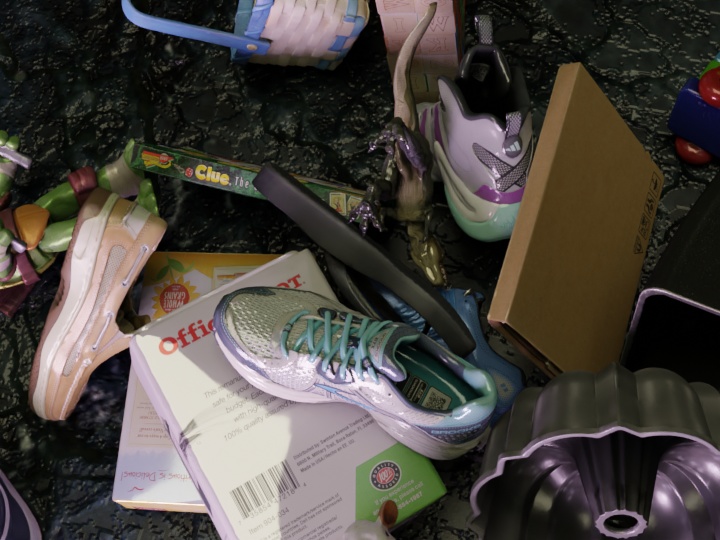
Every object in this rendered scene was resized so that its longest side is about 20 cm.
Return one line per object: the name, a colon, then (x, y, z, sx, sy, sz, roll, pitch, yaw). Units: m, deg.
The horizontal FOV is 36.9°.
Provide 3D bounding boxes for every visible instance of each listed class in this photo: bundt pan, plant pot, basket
bundt pan: (0.169, 0.135, 0.711, 0.198, 0.204, 0.076, 0, 44, 8)
plant pot: (0.296, 0.030, 0.736, 0.197, 0.201, 0.179, 21, 59, 16)
basket: (-0.090, -0.259, 0.910, 0.197, 0.139, 0.179, 17, 69, -18)

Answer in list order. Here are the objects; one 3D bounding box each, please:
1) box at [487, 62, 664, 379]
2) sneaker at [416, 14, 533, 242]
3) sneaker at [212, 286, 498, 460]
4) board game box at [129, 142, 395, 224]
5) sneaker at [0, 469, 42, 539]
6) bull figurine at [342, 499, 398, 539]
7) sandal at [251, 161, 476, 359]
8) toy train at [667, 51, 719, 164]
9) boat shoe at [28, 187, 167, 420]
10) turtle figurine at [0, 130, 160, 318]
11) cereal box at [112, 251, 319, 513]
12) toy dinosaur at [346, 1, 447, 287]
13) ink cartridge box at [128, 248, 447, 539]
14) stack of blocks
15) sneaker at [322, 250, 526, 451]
box: (0.162, -0.022, 0.787, 0.021, 0.163, 0.203, 3, 66, 41)
sneaker: (0.082, -0.127, 0.813, 0.077, 0.142, 0.200, -12, 33, -17)
sneaker: (0.001, 0.052, 0.701, 0.197, 0.086, 0.079, 21, 66, -3)
board game box: (-0.073, -0.070, 0.866, 0.197, 0.105, 0.024, 14, 100, 13)
sneaker: (-0.326, 0.145, 0.815, 0.200, 0.109, 0.070, 41, 79, 20)
bull figurine: (0.012, 0.236, 0.695, 0.121, 0.201, 0.065, 38, 41, 6)
sandal: (0.000, 0.000, 0.768, 0.199, 0.076, 0.043, 39, 96, 13)
toy train: (0.352, -0.110, 0.838, 0.199, 0.085, 0.116, 33, 63, 18)
boat shoe: (-0.196, 0.040, 0.820, 0.075, 0.202, 0.072, 20, 29, -6)
turtle figurine: (-0.265, -0.064, 0.856, 0.191, 0.144, 0.203, -16, 100, -15)
cereal box: (-0.108, 0.086, 0.843, 0.141, 0.040, 0.203, 2, 70, 7)
toy dinosaur: (0.029, -0.075, 0.747, 0.047, 0.203, 0.088, 9, 25, 26)
ink cartridge box: (-0.055, 0.110, 0.762, 0.144, 0.084, 0.202, -26, 76, -17)
stack of blocks: (0.049, -0.228, 0.856, 0.058, 0.200, 0.117, 0, 70, 8)
sneaker: (0.046, 0.042, 0.830, 0.089, 0.079, 0.200, -37, 71, -22)
